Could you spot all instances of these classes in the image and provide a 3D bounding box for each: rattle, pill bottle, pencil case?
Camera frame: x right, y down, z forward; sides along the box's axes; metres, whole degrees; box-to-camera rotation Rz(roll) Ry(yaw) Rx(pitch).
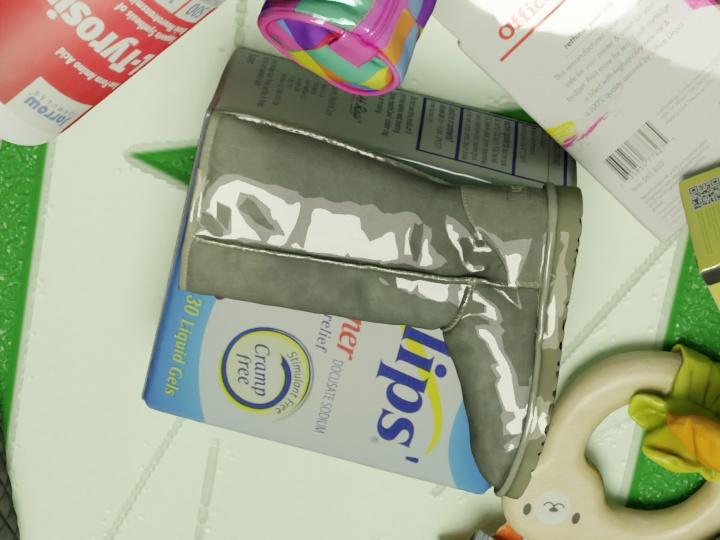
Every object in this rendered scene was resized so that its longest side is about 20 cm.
[{"bbox_3d":[0.136,0.142,1.566,0.199,0.143,0.130,-29,125,8],"label":"rattle"},{"bbox_3d":[-0.163,-0.139,1.487,0.200,0.112,0.112,-37,105,17],"label":"pill bottle"},{"bbox_3d":[0.021,-0.189,1.421,0.088,0.088,0.201,26,78,-6],"label":"pencil case"}]

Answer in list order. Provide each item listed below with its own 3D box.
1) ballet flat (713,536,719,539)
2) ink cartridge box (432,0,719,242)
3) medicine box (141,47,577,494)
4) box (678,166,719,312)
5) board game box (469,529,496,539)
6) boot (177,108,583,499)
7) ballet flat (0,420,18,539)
[{"bbox_3d":[0.244,0.162,1.595,0.199,0.065,0.071,-27,99,5],"label":"ballet flat"},{"bbox_3d":[0.132,-0.128,1.493,0.200,0.068,0.115,43,109,-13],"label":"ink cartridge box"},{"bbox_3d":[0.000,0.000,1.535,0.199,0.103,0.183,14,112,-1],"label":"medicine box"},{"bbox_3d":[0.229,0.034,1.511,0.050,0.076,0.200,-21,132,13],"label":"box"},{"bbox_3d":[0.056,0.253,1.632,0.199,0.062,0.200,30,126,-4],"label":"board game box"},{"bbox_3d":[0.005,0.018,1.448,0.199,0.073,0.183,6,98,-5],"label":"boot"},{"bbox_3d":[-0.235,0.108,1.611,0.066,0.057,0.201,-11,111,7],"label":"ballet flat"}]
